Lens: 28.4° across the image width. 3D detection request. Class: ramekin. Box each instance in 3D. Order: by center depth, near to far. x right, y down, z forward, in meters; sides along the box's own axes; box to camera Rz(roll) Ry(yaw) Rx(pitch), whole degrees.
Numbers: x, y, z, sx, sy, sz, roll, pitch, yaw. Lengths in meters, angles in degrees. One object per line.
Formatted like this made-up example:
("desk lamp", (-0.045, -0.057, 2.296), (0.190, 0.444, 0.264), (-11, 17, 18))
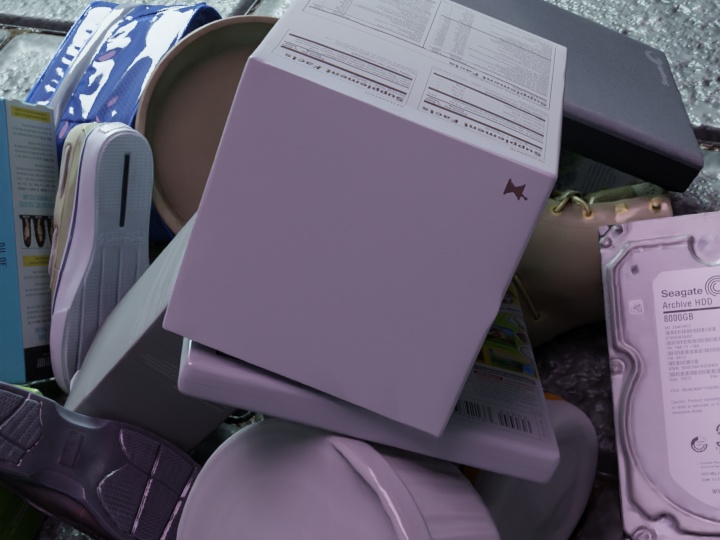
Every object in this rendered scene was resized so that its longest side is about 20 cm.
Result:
("ramekin", (-0.006, 0.177, 0.761), (0.094, 0.204, 0.202), (3, 25, -43))

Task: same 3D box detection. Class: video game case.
("video game case", (0.003, 0.034, 0.782), (0.198, 0.023, 0.182), (15, 28, -11))

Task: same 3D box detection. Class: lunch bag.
("lunch bag", (-0.189, -0.115, 1.143), (0.131, 0.136, 0.201), (6, 52, 26))

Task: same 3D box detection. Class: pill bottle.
("pill bottle", (0.036, 0.097, 0.869), (0.199, 0.117, 0.116), (27, 60, 39))

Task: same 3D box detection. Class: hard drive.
("hard drive", (0.216, 0.063, 0.839), (0.138, 0.038, 0.202), (-6, 69, 14))
("hard drive", (0.120, -0.131, 0.921), (0.199, 0.033, 0.140), (20, 36, -18))

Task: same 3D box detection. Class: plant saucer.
("plant saucer", (-0.074, -0.092, 1.074), (0.200, 0.200, 0.029), (-42, 6, -21))

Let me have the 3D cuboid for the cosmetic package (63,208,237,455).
("cosmetic package", (-0.115, 0.048, 0.918), (0.090, 0.200, 0.107), (29, 50, -14))

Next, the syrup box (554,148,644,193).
("syrup box", (0.112, -0.100, 1.000), (0.198, 0.079, 0.082), (5, 39, -15))

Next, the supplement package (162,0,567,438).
("supplement package", (0.010, -0.048, 0.743), (0.150, 0.153, 0.200), (21, 27, -1))

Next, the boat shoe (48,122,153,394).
("boat shoe", (-0.191, -0.009, 1.031), (0.072, 0.202, 0.062), (4, 10, -40))

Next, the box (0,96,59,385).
("box", (-0.253, -0.020, 1.029), (0.049, 0.082, 0.202), (-4, 90, 13))

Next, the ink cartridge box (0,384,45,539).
("ink cartridge box", (-0.303, 0.170, 0.952), (0.147, 0.076, 0.201), (7, 55, 25))

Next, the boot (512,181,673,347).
("boot", (0.121, -0.046, 0.926), (0.154, 0.201, 0.073), (-15, 18, 3))

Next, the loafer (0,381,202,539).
("loafer", (-0.172, 0.131, 0.904), (0.199, 0.063, 0.072), (28, 61, -10))
